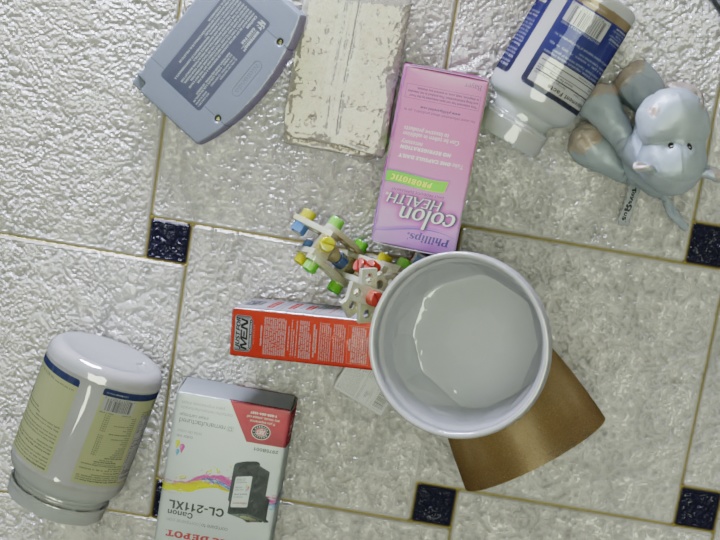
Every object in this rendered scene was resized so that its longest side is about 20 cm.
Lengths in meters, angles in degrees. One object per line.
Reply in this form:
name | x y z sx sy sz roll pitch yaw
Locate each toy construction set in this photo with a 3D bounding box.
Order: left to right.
toy construction set | 0.000 0.000 1.600 0.131 0.200 0.092 39 93 -32

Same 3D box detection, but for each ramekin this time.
ramekin | 0.118 0.080 1.499 0.199 0.105 0.201 0 90 18

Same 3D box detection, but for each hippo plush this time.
hippo plush | 0.325 -0.140 1.572 0.159 0.161 0.201 4 99 1

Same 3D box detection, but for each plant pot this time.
plant pot | 0.160 0.130 1.621 0.186 0.186 0.201 -29 90 6

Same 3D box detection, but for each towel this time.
towel | -0.017 -0.238 1.633 0.132 0.034 0.201 11 98 -1

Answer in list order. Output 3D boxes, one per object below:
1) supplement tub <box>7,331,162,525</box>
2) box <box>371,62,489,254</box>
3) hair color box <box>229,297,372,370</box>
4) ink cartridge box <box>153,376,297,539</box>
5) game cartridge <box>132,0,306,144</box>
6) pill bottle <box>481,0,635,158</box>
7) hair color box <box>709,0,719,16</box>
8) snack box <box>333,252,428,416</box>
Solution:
supplement tub | -0.337 0.190 1.655 0.145 0.145 0.201 22 99 -2
box | 0.078 -0.132 1.574 0.096 0.176 0.201 10 100 0
hair color box | -0.046 0.075 1.634 0.199 0.101 0.062 6 97 11
ink cartridge box | -0.166 0.247 1.690 0.145 0.083 0.201 9 99 0
game cartridge | -0.162 -0.254 1.617 0.133 0.042 0.200 42 102 1
pill bottle | 0.221 -0.236 1.585 0.111 0.111 0.200 31 99 -3
hair color box | 0.508 -0.349 1.584 0.200 0.061 0.099 -36 97 8
snack box | 0.047 0.077 1.686 0.072 0.024 0.200 31 99 -2
